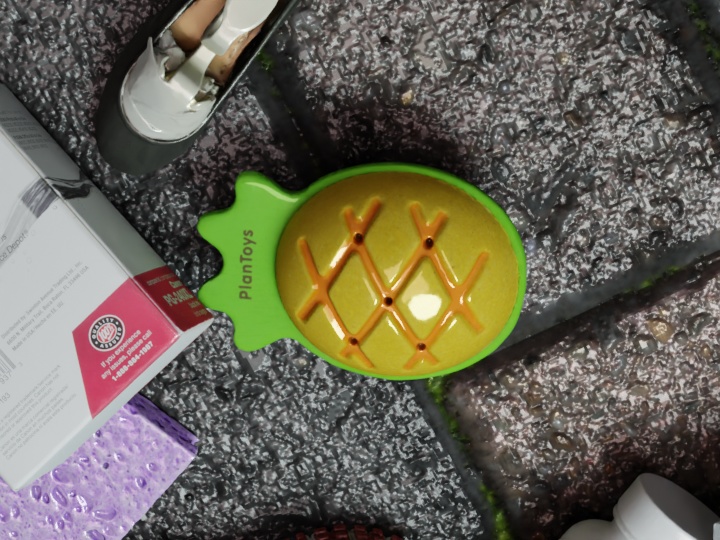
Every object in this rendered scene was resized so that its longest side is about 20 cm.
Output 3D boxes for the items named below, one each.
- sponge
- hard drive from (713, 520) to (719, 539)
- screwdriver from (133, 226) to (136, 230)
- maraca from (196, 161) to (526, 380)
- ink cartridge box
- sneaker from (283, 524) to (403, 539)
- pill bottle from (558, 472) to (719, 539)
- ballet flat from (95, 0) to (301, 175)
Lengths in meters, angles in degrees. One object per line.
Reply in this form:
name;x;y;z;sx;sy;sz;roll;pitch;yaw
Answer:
sponge;-0.210;0.152;1.227;0.112;0.030;0.200;39;105;-11
hard drive;0.311;0.191;1.186;0.200;0.027;0.132;-15;110;-24
screwdriver;-0.219;0.032;1.193;0.200;0.029;0.028;-35;105;16
maraca;0.000;0.000;1.134;0.199;0.107;0.137;4;106;6
ink cartridge box;-0.211;0.006;1.128;0.145;0.083;0.200;-42;87;13
sneaker;-0.044;0.221;1.230;0.200;0.078;0.082;-10;112;14
pill bottle;0.151;0.231;1.205;0.111;0.111;0.200;33;105;-10
ballet flat;-0.094;-0.133;1.111;0.068;0.068;0.200;36;105;-11
